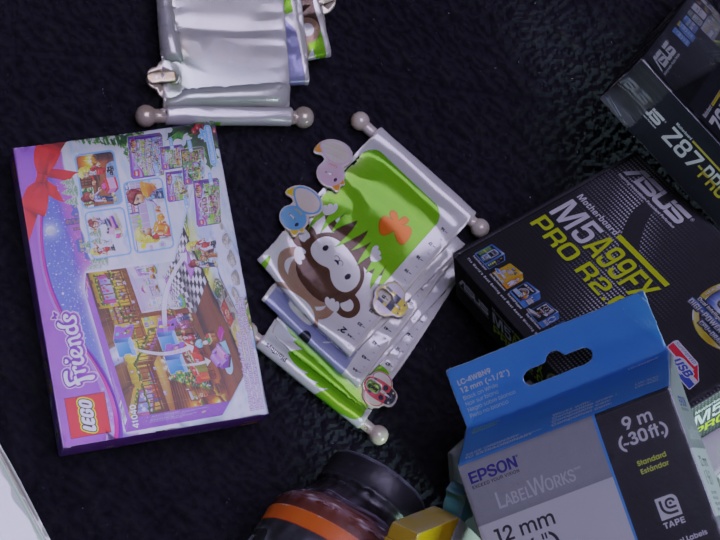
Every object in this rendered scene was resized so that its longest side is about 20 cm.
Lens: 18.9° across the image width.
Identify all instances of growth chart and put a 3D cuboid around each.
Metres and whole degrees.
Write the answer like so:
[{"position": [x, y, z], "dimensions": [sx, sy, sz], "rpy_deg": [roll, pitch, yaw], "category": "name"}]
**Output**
[{"position": [0.000, 0.000, 1.486], "dimensions": [0.144, 0.018, 0.201], "rpy_deg": [33, 67, -8], "category": "growth chart"}, {"position": [-0.082, -0.190, 1.497], "dimensions": [0.144, 0.018, 0.202], "rpy_deg": [5, 75, -19], "category": "growth chart"}]

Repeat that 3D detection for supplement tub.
[{"position": [-0.038, 0.214, 1.369], "dimensions": [0.107, 0.107, 0.201], "rpy_deg": [36, 67, -7], "category": "supplement tub"}]

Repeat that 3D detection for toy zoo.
[{"position": [0.023, 0.225, 1.348], "dimensions": [0.020, 0.131, 0.201], "rpy_deg": [22, 91, 22], "category": "toy zoo"}]

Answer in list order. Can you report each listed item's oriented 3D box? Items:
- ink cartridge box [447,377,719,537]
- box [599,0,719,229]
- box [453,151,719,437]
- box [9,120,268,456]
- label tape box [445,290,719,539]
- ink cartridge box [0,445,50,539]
[{"position": [0.179, 0.122, 1.448], "dimensions": [0.200, 0.086, 0.146], "rpy_deg": [-38, 56, -25], "category": "ink cartridge box"}, {"position": [0.257, -0.104, 1.530], "dimensions": [0.161, 0.049, 0.200], "rpy_deg": [46, 28, -1], "category": "box"}, {"position": [0.180, 0.027, 1.443], "dimensions": [0.159, 0.044, 0.200], "rpy_deg": [-28, 53, -16], "category": "box"}, {"position": [-0.145, 0.010, 1.412], "dimensions": [0.136, 0.039, 0.202], "rpy_deg": [-8, 79, -14], "category": "box"}, {"position": [0.139, 0.129, 1.321], "dimensions": [0.142, 0.066, 0.201], "rpy_deg": [-22, 80, 15], "category": "label tape box"}, {"position": [-0.274, 0.169, 1.244], "dimensions": [0.147, 0.200, 0.145], "rpy_deg": [-29, 87, -24], "category": "ink cartridge box"}]
